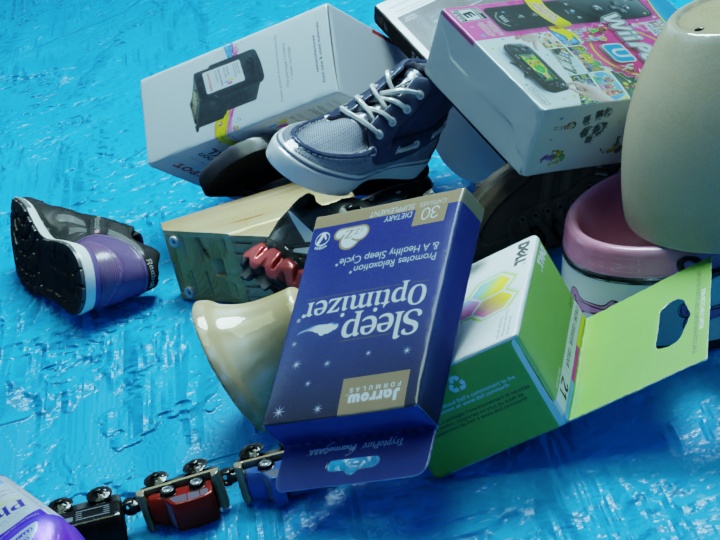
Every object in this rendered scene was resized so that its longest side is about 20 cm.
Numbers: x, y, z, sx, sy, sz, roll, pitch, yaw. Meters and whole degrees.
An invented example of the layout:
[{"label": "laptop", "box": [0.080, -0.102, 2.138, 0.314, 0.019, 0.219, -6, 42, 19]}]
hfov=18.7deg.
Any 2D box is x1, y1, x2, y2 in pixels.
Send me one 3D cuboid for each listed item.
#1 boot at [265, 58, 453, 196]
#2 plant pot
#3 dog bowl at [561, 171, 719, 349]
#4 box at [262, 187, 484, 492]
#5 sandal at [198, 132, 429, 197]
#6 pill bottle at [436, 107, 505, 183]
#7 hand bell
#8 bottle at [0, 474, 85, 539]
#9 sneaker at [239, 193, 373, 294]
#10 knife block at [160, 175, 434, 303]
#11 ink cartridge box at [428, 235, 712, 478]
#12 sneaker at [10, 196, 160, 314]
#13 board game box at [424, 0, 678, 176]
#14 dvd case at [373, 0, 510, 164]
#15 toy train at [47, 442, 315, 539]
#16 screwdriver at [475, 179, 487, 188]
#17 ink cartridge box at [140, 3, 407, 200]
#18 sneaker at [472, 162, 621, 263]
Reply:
[{"label": "boot", "box": [0.006, -0.117, 1.658, 0.073, 0.091, 0.200, 39, 24, 18]}, {"label": "plant pot", "box": [0.268, -0.117, 1.504, 0.199, 0.135, 0.201, -11, 23, 5]}, {"label": "dog bowl", "box": [0.234, -0.019, 1.567, 0.198, 0.074, 0.200, -13, 24, 6]}, {"label": "box", "box": [0.006, 0.044, 1.408, 0.120, 0.032, 0.201, -10, 52, 33]}, {"label": "sandal", "box": [-0.034, -0.078, 1.813, 0.199, 0.076, 0.043, -3, 61, -19]}, {"label": "pill bottle", "box": [0.143, -0.153, 1.864, 0.112, 0.113, 0.200, 3, 29, 34]}, {"label": "hand bell", "box": [-0.006, 0.018, 1.512, 0.199, 0.104, 0.104, -31, 22, 9]}, {"label": "bottle", "box": [-0.211, 0.188, 1.365, 0.083, 0.065, 0.200, -43, 33, -16]}, {"label": "sneaker", "box": [0.000, 0.000, 1.606, 0.200, 0.071, 0.098, 26, 81, 43]}, {"label": "knife block", "box": [-0.036, -0.038, 1.776, 0.199, 0.064, 0.175, 3, 28, 35]}, {"label": "ink cartridge box", "box": [0.125, 0.036, 1.436, 0.199, 0.076, 0.148, -26, 19, 21]}, {"label": "sneaker", "box": [-0.232, -0.014, 1.848, 0.087, 0.076, 0.200, -9, 23, -27]}, {"label": "board game box", "box": [0.172, -0.145, 1.644, 0.199, 0.065, 0.148, -9, 41, -31]}, {"label": "dvd case", "box": [0.126, -0.181, 1.788, 0.150, 0.025, 0.200, -26, 53, -20]}, {"label": "toy train", "box": [-0.113, 0.149, 1.443, 0.198, 0.034, 0.046, -15, 27, -1]}, {"label": "screwdriver", "box": [0.141, -0.083, 1.765, 0.029, 0.028, 0.199, -25, -3, 40]}, {"label": "ink cartridge box", "box": [-0.064, -0.135, 1.846, 0.199, 0.083, 0.145, -19, -22, 30]}, {"label": "sneaker", "box": [0.163, -0.056, 1.675, 0.199, 0.071, 0.076, -32, 38, -4]}]
